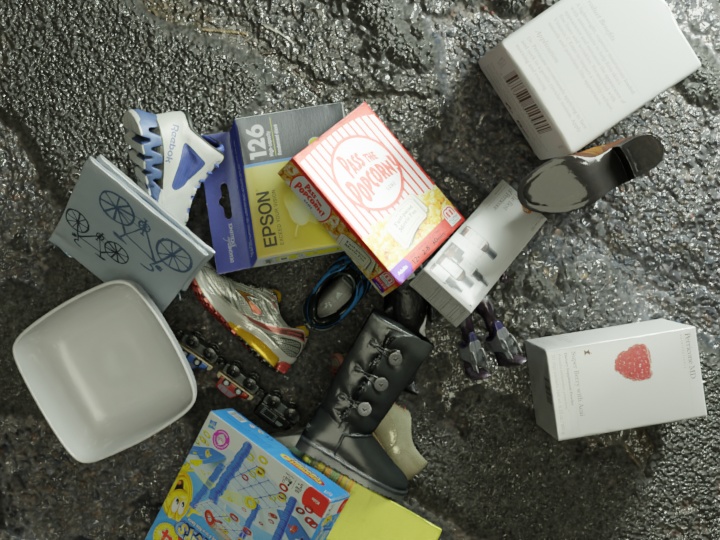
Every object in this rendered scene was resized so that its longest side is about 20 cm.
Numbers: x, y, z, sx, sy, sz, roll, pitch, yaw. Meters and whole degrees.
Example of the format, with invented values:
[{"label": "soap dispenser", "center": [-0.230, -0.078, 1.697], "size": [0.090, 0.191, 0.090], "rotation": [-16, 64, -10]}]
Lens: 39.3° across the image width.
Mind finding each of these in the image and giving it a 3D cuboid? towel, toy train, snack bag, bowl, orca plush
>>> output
[{"label": "towel", "center": [-0.003, 0.315, 1.269], "size": [0.199, 0.018, 0.086], "rotation": [28, 85, 6]}, {"label": "toy train", "center": [-0.168, 0.148, 1.344], "size": [0.200, 0.034, 0.046], "rotation": [37, 102, -5]}, {"label": "snack bag", "center": [-0.292, -0.032, 1.271], "size": [0.188, 0.200, 0.021], "rotation": [39, 48, -5]}, {"label": "bowl", "center": [-0.319, 0.123, 1.299], "size": [0.199, 0.075, 0.200], "rotation": [-28, 95, 10]}, {"label": "orca plush", "center": [0.037, 0.071, 1.316], "size": [0.071, 0.105, 0.201], "rotation": [-9, 124, -32]}]

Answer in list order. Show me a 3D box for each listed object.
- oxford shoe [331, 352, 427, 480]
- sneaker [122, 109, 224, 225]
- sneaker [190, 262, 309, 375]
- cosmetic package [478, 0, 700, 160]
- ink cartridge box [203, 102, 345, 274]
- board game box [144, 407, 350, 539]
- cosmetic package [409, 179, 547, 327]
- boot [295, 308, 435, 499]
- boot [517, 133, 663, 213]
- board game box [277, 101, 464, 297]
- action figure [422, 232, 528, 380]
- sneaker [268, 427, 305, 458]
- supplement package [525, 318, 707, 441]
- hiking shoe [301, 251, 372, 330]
[{"label": "oxford shoe", "center": [0.023, 0.191, 1.347], "size": [0.074, 0.071, 0.201], "rotation": [-27, 101, -16]}, {"label": "sneaker", "center": [-0.226, -0.117, 1.282], "size": [0.115, 0.081, 0.201], "rotation": [-17, 122, -25]}, {"label": "sneaker", "center": [-0.152, 0.044, 1.326], "size": [0.200, 0.078, 0.082], "rotation": [44, 78, -10]}, {"label": "cosmetic package", "center": [0.285, -0.266, 1.287], "size": [0.199, 0.165, 0.165], "rotation": [-33, 95, -1]}, {"label": "ink cartridge box", "center": [-0.102, -0.109, 1.300], "size": [0.199, 0.047, 0.199], "rotation": [-10, 74, -5]}, {"label": "board game box", "center": [-0.144, 0.308, 1.253], "size": [0.199, 0.056, 0.197], "rotation": [31, 99, 22]}, {"label": "cosmetic package", "center": [0.154, -0.025, 1.294], "size": [0.082, 0.051, 0.200], "rotation": [42, 56, 0]}, {"label": "boot", "center": [0.034, 0.170, 1.272], "size": [0.164, 0.066, 0.201], "rotation": [29, 90, -17]}, {"label": "boot", "center": [0.264, -0.117, 1.276], "size": [0.188, 0.200, 0.069], "rotation": [-29, 92, -6]}, {"label": "board game box", "center": [0.016, -0.091, 1.255], "size": [0.200, 0.046, 0.151], "rotation": [49, 53, -3]}, {"label": "action figure", "center": [0.148, 0.040, 1.338], "size": [0.130, 0.069, 0.201], "rotation": [-24, 98, -11]}, {"label": "sneaker", "center": [-0.106, 0.276, 1.331], "size": [0.199, 0.074, 0.119], "rotation": [-14, 87, 7]}, {"label": "supplement package", "center": [0.334, 0.140, 1.332], "size": [0.199, 0.120, 0.122], "rotation": [-9, 92, -4]}, {"label": "hiking shoe", "center": [0.000, 0.000, 1.320], "size": [0.074, 0.087, 0.200], "rotation": [35, 90, -5]}]
